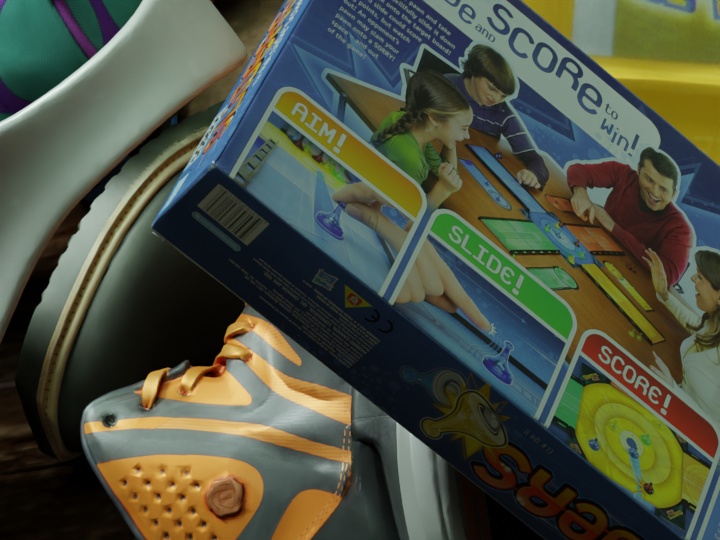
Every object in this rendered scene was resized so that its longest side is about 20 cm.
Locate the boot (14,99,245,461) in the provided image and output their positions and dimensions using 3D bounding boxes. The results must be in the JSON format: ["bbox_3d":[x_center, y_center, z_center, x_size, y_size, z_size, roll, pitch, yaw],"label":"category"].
[{"bbox_3d":[0.000,0.000,0.932,0.138,0.078,0.200,26,62,27],"label":"boot"}]

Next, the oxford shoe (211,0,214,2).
[{"bbox_3d":[-0.061,-0.157,1.139,0.071,0.073,0.200,37,52,4],"label":"oxford shoe"}]

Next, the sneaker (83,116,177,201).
[{"bbox_3d":[-0.127,-0.118,1.048,0.071,0.083,0.200,-31,74,1],"label":"sneaker"}]

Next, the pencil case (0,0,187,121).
[{"bbox_3d":[-0.147,-0.045,0.971,0.199,0.085,0.093,-31,56,25],"label":"pencil case"}]

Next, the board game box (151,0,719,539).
[{"bbox_3d":[0.051,0.000,0.816,0.034,0.200,0.136,-41,14,43],"label":"board game box"}]

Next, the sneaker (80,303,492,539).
[{"bbox_3d":[-0.029,0.016,0.865,0.111,0.078,0.201,-11,61,10],"label":"sneaker"}]

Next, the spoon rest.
[{"bbox_3d":[-0.123,-0.015,0.885,0.200,0.099,0.061,-39,11,9],"label":"spoon rest"}]

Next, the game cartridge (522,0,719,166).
[{"bbox_3d":[0.131,-0.098,0.915,0.175,0.032,0.201,4,75,5],"label":"game cartridge"}]
